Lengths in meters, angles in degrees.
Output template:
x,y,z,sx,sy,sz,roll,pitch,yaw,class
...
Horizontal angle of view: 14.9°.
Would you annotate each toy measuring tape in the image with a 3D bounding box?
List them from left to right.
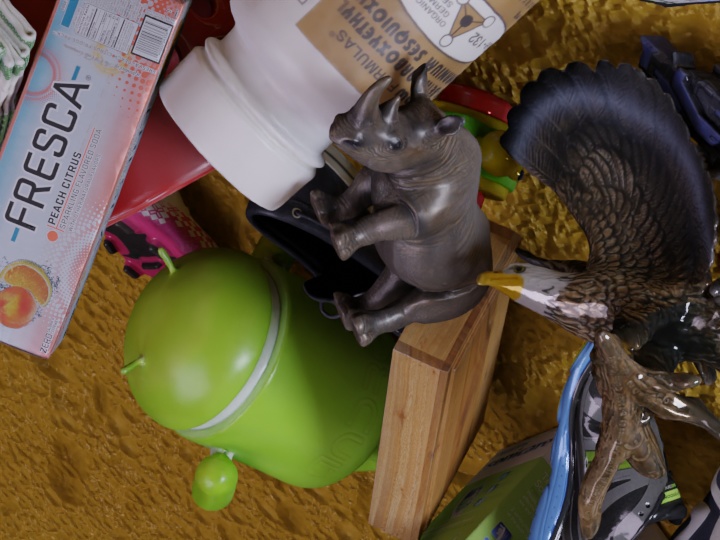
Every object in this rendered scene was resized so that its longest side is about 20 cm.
x,y,z,sx,sy,sz,roll,pitch,yaw,class
0.037,-0.071,1.548,0.200,0.073,0.074,14,133,58,toy measuring tape

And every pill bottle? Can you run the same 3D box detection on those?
x,y,z,sx,sy,sz,roll,pitch,yaw,class
-0.002,-0.129,1.401,0.200,0.114,0.114,-42,90,10,pill bottle

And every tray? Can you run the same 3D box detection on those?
x,y,z,sx,sy,sz,roll,pitch,yaw,class
0.047,0.065,1.556,0.037,0.099,0.200,23,149,11,tray

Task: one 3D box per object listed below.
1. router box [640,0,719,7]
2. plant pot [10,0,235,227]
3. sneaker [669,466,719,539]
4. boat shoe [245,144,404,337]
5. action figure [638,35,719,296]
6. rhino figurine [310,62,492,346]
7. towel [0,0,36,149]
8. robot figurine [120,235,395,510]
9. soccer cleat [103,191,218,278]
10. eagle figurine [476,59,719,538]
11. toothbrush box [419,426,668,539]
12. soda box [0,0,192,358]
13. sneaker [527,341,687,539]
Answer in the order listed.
x,y,z,sx,sy,sz,roll,pitch,yaw,class
0.173,-0.160,1.258,0.200,0.149,0.051,0,85,44,router box
-0.140,-0.134,1.543,0.200,0.200,0.183,-17,107,50,plant pot
0.204,0.202,1.530,0.079,0.200,0.130,8,155,-11,sneaker
0.000,0.000,1.604,0.074,0.062,0.200,0,143,44,boat shoe
0.218,-0.043,1.392,0.200,0.104,0.194,58,147,39,action figure
0.022,-0.036,1.385,0.200,0.087,0.060,79,168,-54,rhino figurine
-0.224,-0.123,1.472,0.150,0.031,0.200,59,157,17,towel
-0.057,0.059,1.660,0.200,0.176,0.115,27,161,-36,robot figurine
-0.144,-0.059,1.724,0.200,0.087,0.070,39,154,-29,soccer cleat
0.130,0.005,1.389,0.151,0.200,0.152,38,121,-21,eagle figurine
0.093,0.208,1.612,0.146,0.200,0.086,53,143,-8,toothbrush box
-0.151,-0.061,1.423,0.063,0.068,0.201,22,98,-2,soda box
0.148,0.106,1.538,0.082,0.071,0.200,14,99,18,sneaker
